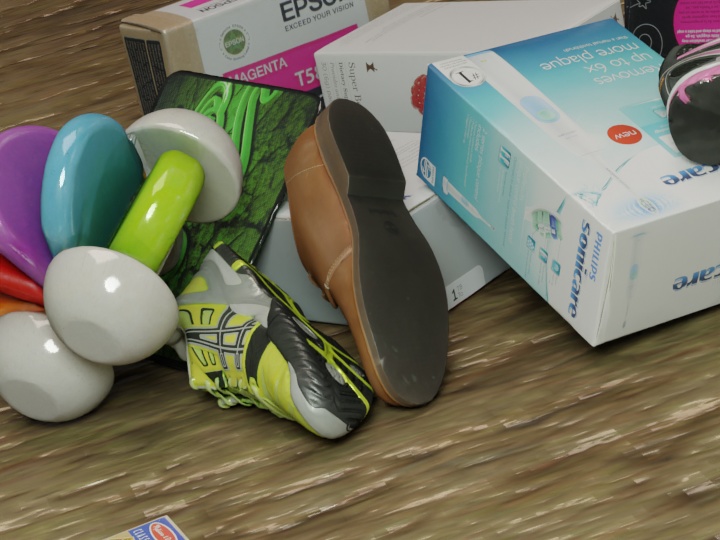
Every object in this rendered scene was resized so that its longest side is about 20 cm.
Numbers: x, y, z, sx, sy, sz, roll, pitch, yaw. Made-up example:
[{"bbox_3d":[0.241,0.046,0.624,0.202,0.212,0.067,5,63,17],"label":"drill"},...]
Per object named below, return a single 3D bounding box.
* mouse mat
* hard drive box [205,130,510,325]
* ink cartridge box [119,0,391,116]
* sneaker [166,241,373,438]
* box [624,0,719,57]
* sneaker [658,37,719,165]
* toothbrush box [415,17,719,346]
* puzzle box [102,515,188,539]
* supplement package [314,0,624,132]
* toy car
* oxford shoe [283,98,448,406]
[{"bbox_3d":[-0.116,-0.037,1.430,0.160,0.008,0.201,13,74,43],"label":"mouse mat"},{"bbox_3d":[-0.001,-0.032,1.444,0.199,0.077,0.155,6,27,42],"label":"hard drive box"},{"bbox_3d":[-0.065,-0.138,1.639,0.199,0.166,0.075,-24,22,-27],"label":"ink cartridge box"},{"bbox_3d":[-0.057,0.057,1.282,0.077,0.075,0.200,-50,31,2],"label":"sneaker"},{"bbox_3d":[0.300,-0.219,1.541,0.199,0.134,0.114,3,7,35],"label":"box"},{"bbox_3d":[0.267,-0.122,1.268,0.198,0.081,0.087,-4,32,-10],"label":"sneaker"},{"bbox_3d":[0.147,-0.058,1.307,0.145,0.086,0.200,-16,42,-26],"label":"toothbrush box"},{"bbox_3d":[-0.118,0.182,1.023,0.132,0.026,0.200,-19,21,-19],"label":"puzzle box"},{"bbox_3d":[0.087,-0.122,1.565,0.199,0.122,0.120,3,25,39],"label":"supplement package"},{"bbox_3d":[-0.176,-0.023,1.319,0.200,0.149,0.176,-39,20,49],"label":"toy car"},{"bbox_3d":[0.000,0.000,1.289,0.071,0.201,0.071,15,-41,-41],"label":"oxford shoe"}]
